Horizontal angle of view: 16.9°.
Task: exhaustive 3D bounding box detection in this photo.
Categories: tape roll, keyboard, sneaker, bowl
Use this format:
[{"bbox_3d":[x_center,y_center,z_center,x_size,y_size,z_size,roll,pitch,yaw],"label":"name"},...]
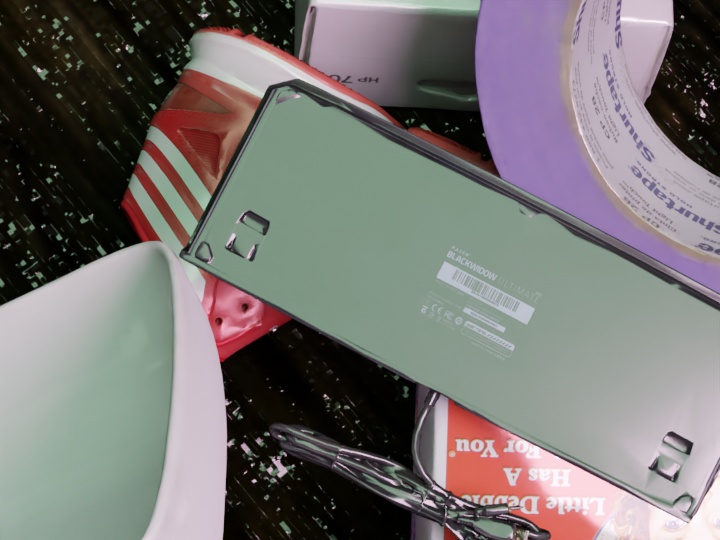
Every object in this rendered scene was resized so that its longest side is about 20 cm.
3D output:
[{"bbox_3d":[0.146,-0.077,0.849,0.200,0.200,0.085,33,25,7],"label":"tape roll"},{"bbox_3d":[0.031,0.031,0.834,0.199,0.021,0.127,28,82,3],"label":"keyboard"},{"bbox_3d":[0.000,0.000,0.935,0.199,0.078,0.116,28,85,7],"label":"sneaker"},{"bbox_3d":[-0.126,0.100,0.812,0.199,0.075,0.200,-27,30,15],"label":"bowl"}]

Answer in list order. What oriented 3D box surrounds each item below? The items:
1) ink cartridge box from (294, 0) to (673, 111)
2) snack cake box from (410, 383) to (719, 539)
[{"bbox_3d":[0.049,-0.173,0.987,0.146,0.086,0.201,3,68,-5],"label":"ink cartridge box"},{"bbox_3d":[0.119,0.083,0.885,0.199,0.067,0.116,2,93,-5],"label":"snack cake box"}]
